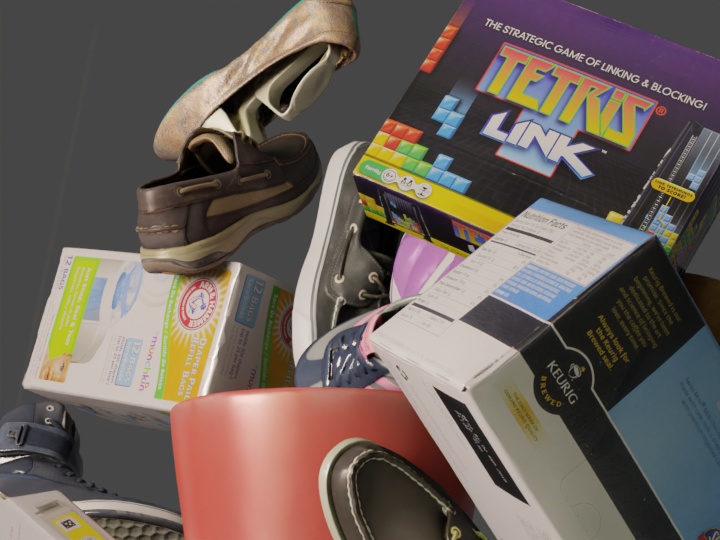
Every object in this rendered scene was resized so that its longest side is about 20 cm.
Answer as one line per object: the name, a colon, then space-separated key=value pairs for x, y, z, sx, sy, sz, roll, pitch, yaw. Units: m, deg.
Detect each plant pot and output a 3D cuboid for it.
plant pot: x=-0.020 y=0.174 z=1.222 sx=0.199 sy=0.199 sz=0.179 roll=-10 pitch=73 yaw=39

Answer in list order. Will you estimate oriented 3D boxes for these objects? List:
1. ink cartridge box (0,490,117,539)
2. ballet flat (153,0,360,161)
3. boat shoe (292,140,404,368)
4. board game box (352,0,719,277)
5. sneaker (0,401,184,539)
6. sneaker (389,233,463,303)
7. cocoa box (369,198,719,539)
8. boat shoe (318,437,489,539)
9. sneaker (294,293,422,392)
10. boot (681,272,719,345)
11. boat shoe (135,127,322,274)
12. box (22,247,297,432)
ink cartridge box: x=-0.190 y=0.248 z=1.271 sx=0.199 sy=0.047 sz=0.199 roll=35 pitch=126 yaw=37
ballet flat: x=-0.077 y=-0.129 z=1.490 sx=0.200 sy=0.068 sz=0.068 roll=-41 pitch=55 yaw=24
boat shoe: x=0.000 y=0.000 z=1.358 sx=0.056 sy=0.068 sz=0.202 roll=-10 pitch=63 yaw=38
board game box: x=0.121 y=-0.073 z=1.195 sx=0.199 sy=0.057 sz=0.166 roll=24 pitch=70 yaw=22
sneaker: x=-0.200 y=0.160 z=1.460 sx=0.200 sy=0.078 sz=0.147 roll=2 pitch=33 yaw=10
sneaker: x=0.088 y=-0.036 z=1.293 sx=0.201 sy=0.072 sz=0.114 roll=-52 pitch=40 yaw=9
cocoa box: x=0.124 y=0.084 z=1.063 sx=0.131 sy=0.201 sz=0.133 roll=-38 pitch=22 yaw=-12
boat shoe: x=0.053 y=0.176 z=1.132 sx=0.072 sy=0.202 sz=0.060 roll=-44 pitch=19 yaw=-22
sneaker: x=0.016 y=0.046 z=1.233 sx=0.199 sy=0.082 sz=0.071 roll=-20 pitch=67 yaw=41
boot: x=0.224 y=0.045 z=1.135 sx=0.199 sy=0.074 sz=0.076 roll=15 pitch=72 yaw=47
boat shoe: x=-0.089 y=-0.064 z=1.394 sx=0.074 sy=0.200 sz=0.074 roll=-2 pitch=113 yaw=28
box: x=-0.131 y=0.055 z=1.427 sx=0.199 sy=0.101 sz=0.114 roll=5 pitch=75 yaw=44
